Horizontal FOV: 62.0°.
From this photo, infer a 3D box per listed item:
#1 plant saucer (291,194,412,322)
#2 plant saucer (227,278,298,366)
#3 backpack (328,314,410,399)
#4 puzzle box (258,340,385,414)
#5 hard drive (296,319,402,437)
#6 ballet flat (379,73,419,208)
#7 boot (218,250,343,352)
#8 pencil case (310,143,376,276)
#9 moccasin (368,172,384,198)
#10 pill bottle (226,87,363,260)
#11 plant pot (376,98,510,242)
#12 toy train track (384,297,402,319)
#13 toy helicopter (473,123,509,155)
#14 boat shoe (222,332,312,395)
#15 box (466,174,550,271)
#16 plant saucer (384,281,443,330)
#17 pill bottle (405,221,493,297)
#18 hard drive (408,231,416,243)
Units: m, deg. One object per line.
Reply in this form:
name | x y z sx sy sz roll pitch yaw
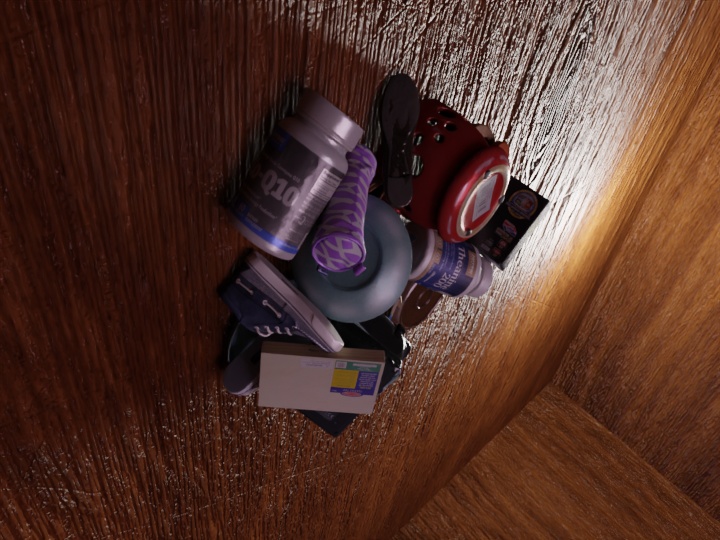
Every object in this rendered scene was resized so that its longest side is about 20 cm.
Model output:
plant saucer | -0.016 -0.022 0.931 0.203 0.199 0.039 -51 174 2
plant saucer | -0.155 0.094 1.042 0.198 0.027 0.204 -37 148 -27
backpack | -0.024 0.166 1.127 0.199 0.178 0.151 -39 -170 41
puzzle box | -0.064 0.173 0.956 0.192 0.026 0.136 6 130 -8
hard drive | -0.039 0.184 1.029 0.201 0.138 0.033 -50 -173 29
ballet flat | 0.059 -0.202 0.947 0.065 0.046 0.208 -2 96 -9
boot | -0.120 0.072 0.911 0.091 0.200 0.073 -46 175 3
pencil case | -0.019 -0.093 0.871 0.084 0.205 0.084 25 141 -24
moccasin | -0.027 -0.072 0.990 0.203 0.077 0.073 -52 151 0
pill bottle | -0.086 -0.129 0.806 0.203 0.113 0.113 -57 151 8
plant pot | 0.144 -0.163 1.038 0.198 0.182 0.204 -33 146 -25
toy train track | 0.053 0.123 1.207 0.031 0.117 0.204 8 130 -14
toy helicopter | 0.200 -0.193 1.185 0.130 0.078 0.205 20 99 -42
boat shoe | -0.136 0.143 1.019 0.201 0.075 0.086 -42 156 -5
box | 0.262 -0.124 1.229 0.162 0.199 0.044 -50 152 2
plant saucer | 0.127 0.052 1.276 0.198 0.034 0.204 -36 147 -27
pill bottle | 0.164 -0.013 1.162 0.196 0.111 0.113 20 109 -34
hard drive | 0.000 0.000 1.051 0.198 0.043 0.135 -36 178 -30
